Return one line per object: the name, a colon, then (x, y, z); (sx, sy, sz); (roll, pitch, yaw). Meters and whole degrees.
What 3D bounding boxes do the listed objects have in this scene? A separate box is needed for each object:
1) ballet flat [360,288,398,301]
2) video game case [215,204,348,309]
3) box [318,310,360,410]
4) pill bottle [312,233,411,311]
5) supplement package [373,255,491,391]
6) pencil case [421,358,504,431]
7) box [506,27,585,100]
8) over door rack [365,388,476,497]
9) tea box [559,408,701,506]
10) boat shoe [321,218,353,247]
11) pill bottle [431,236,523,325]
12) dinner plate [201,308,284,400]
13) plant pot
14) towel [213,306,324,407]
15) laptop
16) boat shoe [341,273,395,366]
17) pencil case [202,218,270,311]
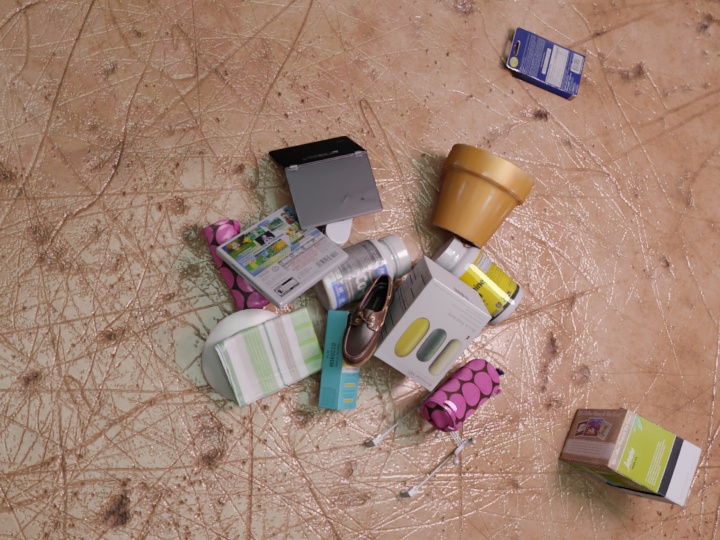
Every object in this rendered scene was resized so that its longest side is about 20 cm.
ballet flat: (0.097, 0.069, 1.546); (0.200, 0.057, 0.067); (-1, 83, -11)
video game case: (-0.155, -0.032, 1.412); (0.182, 0.022, 0.200); (39, 52, 18)
box: (-0.037, 0.186, 1.463); (0.049, 0.082, 0.200); (3, 84, 28)
pill bottle: (0.000, 0.000, 1.506); (0.200, 0.114, 0.114); (-23, 86, -17)
supplement package: (0.139, 0.107, 1.456); (0.152, 0.151, 0.200); (34, 104, -12)
pencil case: (0.217, 0.265, 1.483); (0.200, 0.091, 0.094); (-30, 85, -41)
box: (0.461, -0.519, 1.764); (0.200, 0.032, 0.121); (20, 75, -12)
over door rack: (0.136, 0.368, 1.498); (0.200, 0.067, 0.148); (-34, 89, -18)
tea box: (0.584, 0.401, 1.538); (0.197, 0.200, 0.134); (29, 75, -7)
boat shoe: (-0.043, -0.119, 1.542); (0.072, 0.068, 0.200); (24, 53, -13)
pill bottle: (0.255, 0.021, 1.569); (0.200, 0.112, 0.112); (41, 73, -4)
dinner plate: (-0.219, 0.176, 1.423); (0.200, 0.024, 0.201); (-6, 105, -22)
plant pot: (0.256, -0.156, 1.573); (0.200, 0.200, 0.183); (27, 90, -8)
towel: (-0.177, 0.174, 1.411); (0.200, 0.031, 0.149); (-23, 111, -16)
laptop: (-0.077, -0.197, 1.528); (0.187, 0.200, 0.116); (-14, 120, -17)
boat shoe: (0.014, 0.094, 1.407); (0.070, 0.070, 0.200); (16, 57, 12)
pencil case: (-0.251, -0.009, 1.459); (0.091, 0.094, 0.200); (-25, 86, 27)
